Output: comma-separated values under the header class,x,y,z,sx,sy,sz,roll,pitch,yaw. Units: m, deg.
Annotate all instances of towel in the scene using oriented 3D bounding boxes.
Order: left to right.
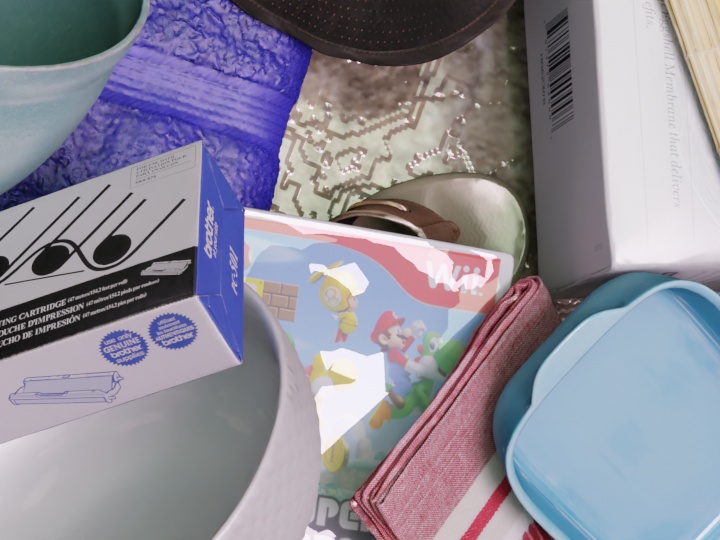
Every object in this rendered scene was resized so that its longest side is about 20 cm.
class,x,y,z,sx,sy,sz,roll,pitch,yaw
towel,-0.103,-0.071,1.156,0.148,0.050,0.200,16,81,-8
towel,0.077,0.123,1.116,0.144,0.023,0.200,-50,127,-34

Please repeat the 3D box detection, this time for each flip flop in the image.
class,x,y,z,sx,sy,sz,roll,pitch,yaw
flip flop,0.000,0.000,1.145,0.200,0.058,0.081,-11,82,-34

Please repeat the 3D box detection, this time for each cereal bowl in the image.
class,x,y,z,sx,sy,sz,roll,pitch,yaw
cereal bowl,-0.100,0.095,1.009,0.200,0.200,0.083,-44,131,-12

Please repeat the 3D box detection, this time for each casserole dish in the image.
class,x,y,z,sx,sy,sz,roll,pitch,yaw
casserole dish,0.128,0.075,1.099,0.121,0.039,0.200,-47,131,-1

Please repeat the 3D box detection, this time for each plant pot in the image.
class,x,y,z,sx,sy,sz,roll,pitch,yaw
plant pot,-0.204,-0.092,1.061,0.200,0.200,0.134,23,121,-7

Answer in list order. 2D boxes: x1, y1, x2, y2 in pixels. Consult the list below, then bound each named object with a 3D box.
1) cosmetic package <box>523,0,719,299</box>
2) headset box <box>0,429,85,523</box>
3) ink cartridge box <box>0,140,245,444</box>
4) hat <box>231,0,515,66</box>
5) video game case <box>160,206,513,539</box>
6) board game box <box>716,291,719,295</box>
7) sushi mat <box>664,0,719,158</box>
class,x,y,z,sx,sy,sz,roll,pitch,yaw
cosmetic package,0.185,-0.094,1.142,0.200,0.123,0.200,-2,84,-12
headset box,-0.159,0.141,1.107,0.200,0.077,0.149,25,78,-6
ink cartridge box,-0.145,0.023,1.012,0.200,0.094,0.044,-19,129,15
hat,0.007,-0.195,1.117,0.201,0.201,0.081,34,36,-5
video game case,-0.015,0.080,1.095,0.143,0.017,0.200,10,83,-14
board game box,0.206,-0.036,1.219,0.200,0.034,0.135,-32,90,-12
sushi mat,0.192,-0.065,1.070,0.096,0.012,0.200,-19,87,-13
